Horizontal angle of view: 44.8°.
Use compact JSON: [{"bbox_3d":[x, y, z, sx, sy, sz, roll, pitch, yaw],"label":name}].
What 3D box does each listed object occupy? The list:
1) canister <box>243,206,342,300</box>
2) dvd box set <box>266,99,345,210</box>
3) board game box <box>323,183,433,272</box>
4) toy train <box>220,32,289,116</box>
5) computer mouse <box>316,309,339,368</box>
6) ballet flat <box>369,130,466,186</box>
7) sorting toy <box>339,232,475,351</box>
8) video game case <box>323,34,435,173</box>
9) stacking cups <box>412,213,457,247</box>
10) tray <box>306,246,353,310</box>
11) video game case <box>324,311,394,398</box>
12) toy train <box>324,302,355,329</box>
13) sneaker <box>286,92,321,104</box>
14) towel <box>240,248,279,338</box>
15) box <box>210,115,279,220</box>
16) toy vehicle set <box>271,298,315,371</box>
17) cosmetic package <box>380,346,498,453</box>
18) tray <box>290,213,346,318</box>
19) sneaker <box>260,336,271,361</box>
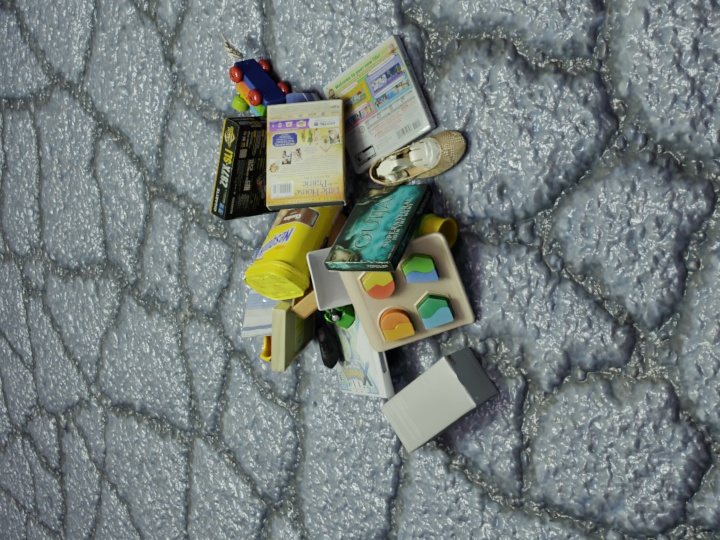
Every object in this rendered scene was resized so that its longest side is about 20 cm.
[{"bbox_3d":[-0.124,-0.054,1.649,0.148,0.086,0.200,-12,48,56],"label":"canister"},{"bbox_3d":[-0.100,-0.213,1.609,0.146,0.029,0.200,-4,75,9],"label":"dvd box set"},{"bbox_3d":[0.032,-0.075,1.528,0.135,0.200,0.028,0,134,31],"label":"board game box"},{"bbox_3d":[-0.237,-0.377,1.786,0.200,0.085,0.116,51,141,21],"label":"toy train"},{"bbox_3d":[-0.070,0.095,1.734,0.034,0.059,0.200,-12,86,10],"label":"computer mouse"},{"bbox_3d":[0.094,-0.191,1.535,0.200,0.065,0.071,-22,81,42],"label":"ballet flat"},{"bbox_3d":[0.081,0.044,1.530,0.200,0.036,0.185,-17,112,14],"label":"sorting toy"},{"bbox_3d":[0.031,-0.299,1.597,0.200,0.022,0.182,-27,82,43],"label":"video game case"},{"bbox_3d":[0.083,-0.086,1.585,0.200,0.060,0.061,19,112,43],"label":"stacking cups"},{"bbox_3d":[0.000,0.000,1.587,0.022,0.200,0.108,-7,96,65],"label":"tray"},{"bbox_3d":[-0.007,0.151,1.689,0.200,0.022,0.183,-9,94,64],"label":"video game case"},{"bbox_3d":[-0.041,0.040,1.652,0.042,0.056,0.200,-54,21,24],"label":"toy train"},{"bbox_3d":[-0.121,-0.243,1.682,0.080,0.115,0.200,-4,97,41],"label":"sneaker"},{"bbox_3d":[-0.185,0.040,1.802,0.147,0.024,0.200,-8,67,45],"label":"towel"},{"bbox_3d":[-0.211,-0.205,1.741,0.049,0.160,0.200,30,119,33],"label":"box"},{"bbox_3d":[-0.129,0.105,1.720,0.026,0.200,0.125,7,106,13],"label":"toy vehicle set"},{"bbox_3d":[0.141,0.235,1.583,0.200,0.090,0.107,-42,73,36],"label":"cosmetic package"},{"bbox_3d":[-0.077,-0.013,1.667,0.099,0.037,0.200,-39,30,40],"label":"tray"},{"bbox_3d":[-0.171,0.095,1.828,0.073,0.077,0.201,4,93,42],"label":"sneaker"}]
